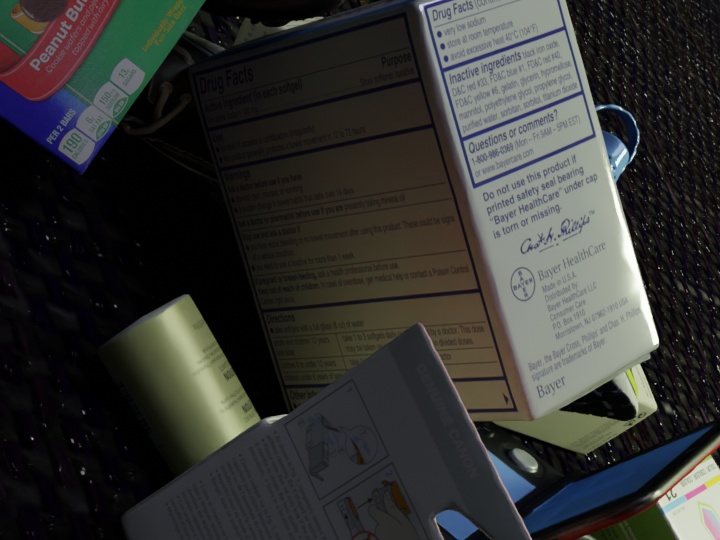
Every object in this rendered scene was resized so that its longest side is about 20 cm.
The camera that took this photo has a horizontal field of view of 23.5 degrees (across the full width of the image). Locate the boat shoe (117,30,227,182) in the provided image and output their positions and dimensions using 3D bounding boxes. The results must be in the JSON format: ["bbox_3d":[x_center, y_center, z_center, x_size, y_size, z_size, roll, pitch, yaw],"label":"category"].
[{"bbox_3d":[-0.117,-0.099,0.905,0.199,0.071,0.064,37,28,-21],"label":"boat shoe"}]

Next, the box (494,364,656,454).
[{"bbox_3d":[0.112,0.057,1.132,0.199,0.068,0.083,22,40,-53],"label":"box"}]

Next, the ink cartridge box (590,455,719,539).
[{"bbox_3d":[0.227,0.227,1.126,0.201,0.076,0.148,60,24,11],"label":"ink cartridge box"}]

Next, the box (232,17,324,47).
[{"bbox_3d":[0.018,-0.072,1.002,0.199,0.078,0.095,33,18,19],"label":"box"}]

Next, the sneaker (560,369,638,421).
[{"bbox_3d":[0.128,0.025,0.989,0.200,0.073,0.082,71,32,-59],"label":"sneaker"}]

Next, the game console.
[{"bbox_3d":[0.082,0.089,0.906,0.172,0.119,0.200,37,21,17],"label":"game console"}]

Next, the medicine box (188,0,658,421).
[{"bbox_3d":[0.028,-0.033,0.857,0.102,0.181,0.202,-22,100,-39],"label":"medicine box"}]

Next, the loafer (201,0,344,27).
[{"bbox_3d":[-0.047,-0.162,0.885,0.071,0.074,0.200,20,2,-32],"label":"loafer"}]

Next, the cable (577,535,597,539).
[{"bbox_3d":[0.125,0.210,1.001,0.200,0.051,0.164,40,24,-24],"label":"cable"}]

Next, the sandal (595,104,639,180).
[{"bbox_3d":[0.183,-0.084,1.423,0.080,0.087,0.200,50,26,-17],"label":"sandal"}]

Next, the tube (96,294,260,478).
[{"bbox_3d":[-0.048,0.108,0.796,0.058,0.052,0.201,-32,92,-35],"label":"tube"}]

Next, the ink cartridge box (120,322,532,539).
[{"bbox_3d":[0.010,0.148,0.696,0.043,0.173,0.201,3,56,-61],"label":"ink cartridge box"}]

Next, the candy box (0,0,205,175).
[{"bbox_3d":[-0.161,-0.172,0.777,0.200,0.170,0.077,37,-2,-34],"label":"candy box"}]

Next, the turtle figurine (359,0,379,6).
[{"bbox_3d":[0.020,-0.168,1.217,0.200,0.100,0.151,37,29,-47],"label":"turtle figurine"}]
